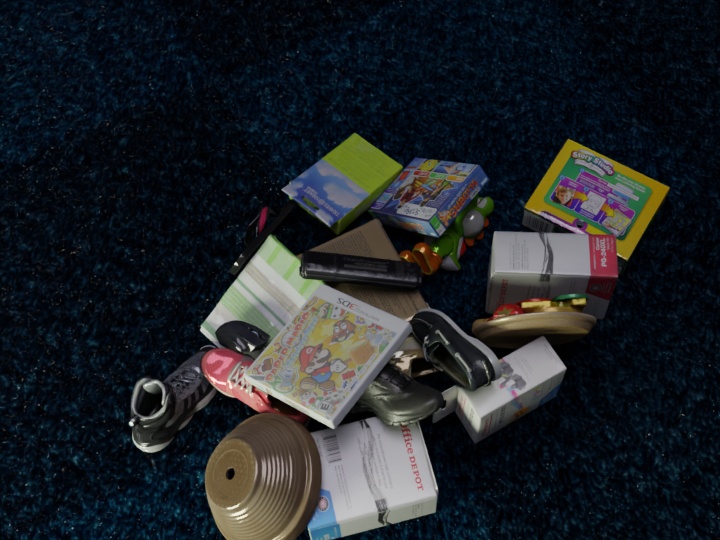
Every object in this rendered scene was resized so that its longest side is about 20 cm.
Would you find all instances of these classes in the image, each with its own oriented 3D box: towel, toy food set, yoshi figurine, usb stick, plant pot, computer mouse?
[{"bbox_3d":[-0.160,0.061,1.668,0.149,0.031,0.201,39,96,22],"label":"towel"},{"bbox_3d":[0.272,0.082,1.594,0.194,0.200,0.049,-4,74,3],"label":"toy food set"},{"bbox_3d":[0.144,-0.081,1.742,0.112,0.113,0.200,31,58,29],"label":"yoshi figurine"},{"bbox_3d":[0.000,0.000,1.638,0.197,0.033,0.056,6,41,-6],"label":"usb stick"},{"bbox_3d":[-0.160,0.303,1.490,0.199,0.092,0.204,-13,66,32],"label":"plant pot"},{"bbox_3d":[-0.142,0.111,1.606,0.197,0.035,0.059,12,19,21],"label":"computer mouse"}]

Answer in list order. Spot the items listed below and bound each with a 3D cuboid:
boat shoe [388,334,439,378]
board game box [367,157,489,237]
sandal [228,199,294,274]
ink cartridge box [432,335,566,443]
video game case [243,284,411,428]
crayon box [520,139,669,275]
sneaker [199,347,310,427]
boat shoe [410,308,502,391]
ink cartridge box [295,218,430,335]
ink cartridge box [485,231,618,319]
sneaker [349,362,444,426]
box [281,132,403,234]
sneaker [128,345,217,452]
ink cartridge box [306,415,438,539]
[{"bbox_3d":[0.065,0.149,1.632,0.197,0.074,0.067,-19,56,-8],"label":"boat shoe"},{"bbox_3d":[0.111,-0.127,1.731,0.136,0.035,0.199,-48,28,-13],"label":"board game box"},{"bbox_3d":[-0.172,-0.069,1.736,0.045,0.075,0.200,39,45,-1],"label":"sandal"},{"bbox_3d":[0.211,0.194,1.577,0.198,0.116,0.068,-27,63,-12],"label":"ink cartridge box"},{"bbox_3d":[-0.049,0.122,1.535,0.180,0.023,0.200,22,59,34],"label":"video game case"},{"bbox_3d":[0.406,-0.113,1.776,0.198,0.059,0.173,29,64,17],"label":"crayon box"},{"bbox_3d":[-0.158,0.177,1.589,0.198,0.087,0.074,32,75,0],"label":"sneaker"},{"bbox_3d":[0.128,0.118,1.545,0.060,0.077,0.199,-27,30,-24],"label":"boat shoe"},{"bbox_3d":[0.001,0.038,1.696,0.163,0.075,0.202,-23,62,-11],"label":"ink cartridge box"},{"bbox_3d":[0.305,0.008,1.660,0.196,0.146,0.085,3,61,4],"label":"ink cartridge box"},{"bbox_3d":[0.034,0.173,1.531,0.198,0.092,0.076,5,24,35],"label":"sneaker"},{"bbox_3d":[-0.032,-0.150,1.800,0.121,0.048,0.200,36,56,20],"label":"box"},{"bbox_3d":[-0.288,0.185,1.602,0.075,0.114,0.201,30,66,18],"label":"sneaker"},{"bbox_3d":[0.005,0.308,1.537,0.197,0.085,0.146,-13,61,-5],"label":"ink cartridge box"}]
